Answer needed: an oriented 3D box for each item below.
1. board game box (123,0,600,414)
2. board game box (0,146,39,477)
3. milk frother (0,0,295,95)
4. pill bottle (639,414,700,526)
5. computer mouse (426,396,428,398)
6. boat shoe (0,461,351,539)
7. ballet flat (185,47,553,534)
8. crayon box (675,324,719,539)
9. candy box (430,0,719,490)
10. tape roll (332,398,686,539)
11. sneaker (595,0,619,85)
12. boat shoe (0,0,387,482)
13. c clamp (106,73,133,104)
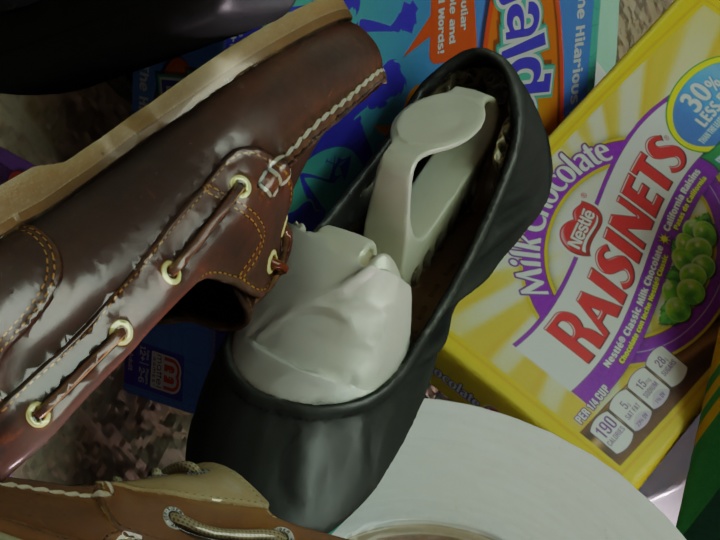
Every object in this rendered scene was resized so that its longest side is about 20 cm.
[{"bbox_3d":[0.005,-0.046,0.977,0.199,0.045,0.153,-16,114,-48],"label":"board game box"},{"bbox_3d":[-0.149,0.043,0.819,0.120,0.032,0.201,27,58,-40],"label":"board game box"},{"bbox_3d":[-0.114,-0.154,0.801,0.199,0.187,0.182,19,69,-44],"label":"milk frother"},{"bbox_3d":[0.142,0.087,1.087,0.200,0.113,0.114,46,44,-49],"label":"pill bottle"},{"bbox_3d":[0.058,0.085,1.071,0.059,0.034,0.201,-30,101,-52],"label":"computer mouse"},{"bbox_3d":[-0.051,0.094,0.802,0.199,0.076,0.074,21,44,-11],"label":"boat shoe"},{"bbox_3d":[0.000,0.000,0.886,0.069,0.068,0.200,86,27,-44],"label":"ballet flat"},{"bbox_3d":[0.170,0.040,0.976,0.127,0.051,0.201,17,85,-52],"label":"crayon box"},{"bbox_3d":[0.101,-0.012,0.995,0.102,0.026,0.200,36,56,10],"label":"candy box"},{"bbox_3d":[0.017,0.139,0.874,0.201,0.071,0.203,8,52,-11],"label":"tape roll"},{"bbox_3d":[0.042,-0.152,1.099,0.200,0.073,0.119,45,51,-47],"label":"sneaker"},{"bbox_3d":[-0.057,-0.009,0.816,0.070,0.070,0.200,50,54,4],"label":"boat shoe"},{"bbox_3d":[-0.059,-0.119,0.993,0.171,0.027,0.201,16,68,-59],"label":"c clamp"}]
